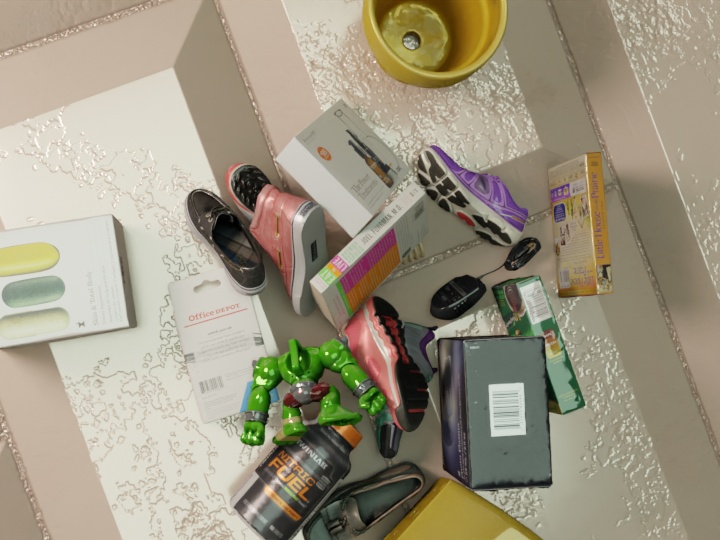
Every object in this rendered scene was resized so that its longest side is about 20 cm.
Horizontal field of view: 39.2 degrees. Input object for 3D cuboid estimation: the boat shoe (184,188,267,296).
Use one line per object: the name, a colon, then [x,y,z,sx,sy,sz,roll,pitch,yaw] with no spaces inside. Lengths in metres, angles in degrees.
boat shoe: [-0.190,-0.054,1.415,0.069,0.067,0.201,-19,57,-21]

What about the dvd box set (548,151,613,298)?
dvd box set: [0.324,-0.063,1.498,0.029,0.146,0.204,-4,87,-11]

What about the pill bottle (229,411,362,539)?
pill bottle: [-0.085,0.287,1.434,0.106,0.106,0.200,42,81,-4]

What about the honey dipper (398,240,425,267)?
honey dipper: [0.000,0.000,1.502,0.197,0.038,0.039,-23,90,-6]

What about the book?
book: [0.017,-0.021,1.418,0.200,0.134,0.048,-44,72,-11]

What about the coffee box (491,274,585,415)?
coffee box: [0.261,0.110,1.490,0.043,0.123,0.203,-20,91,-10]

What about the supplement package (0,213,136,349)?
supplement package: [-0.417,0.019,1.374,0.196,0.151,0.155,-9,89,-9]

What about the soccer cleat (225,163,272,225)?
soccer cleat: [-0.128,-0.072,1.473,0.068,0.073,0.201,-39,112,-9]

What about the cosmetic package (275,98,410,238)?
cosmetic package: [-0.020,-0.150,1.430,0.151,0.200,0.052,43,120,-4]

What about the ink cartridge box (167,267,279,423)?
ink cartridge box: [-0.198,0.103,1.445,0.114,0.068,0.204,-15,89,-11]

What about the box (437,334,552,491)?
box: [0.183,0.195,1.434,0.121,0.198,0.204,-2,87,-6]

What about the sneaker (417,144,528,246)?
sneaker: [0.169,-0.121,1.525,0.199,0.080,0.084,40,65,-12]

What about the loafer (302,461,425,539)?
loafer: [0.005,0.340,1.466,0.198,0.063,0.073,-29,91,-9]

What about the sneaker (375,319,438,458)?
sneaker: [0.073,0.175,1.483,0.086,0.074,0.204,6,85,-13]

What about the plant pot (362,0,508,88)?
plant pot: [0.092,-0.353,1.456,0.197,0.189,0.205,1,86,-9]

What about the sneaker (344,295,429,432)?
sneaker: [0.032,0.142,1.427,0.086,0.073,0.203,-35,59,29]

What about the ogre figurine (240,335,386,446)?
ogre figurine: [-0.071,0.161,1.379,0.198,0.098,0.122,-23,65,23]

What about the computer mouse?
computer mouse: [0.190,0.015,1.516,0.198,0.059,0.034,-32,122,-4]

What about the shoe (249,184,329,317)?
shoe: [-0.099,-0.029,1.420,0.090,0.202,0.071,28,50,25]

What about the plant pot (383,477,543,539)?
plant pot: [0.137,0.403,1.426,0.176,0.200,0.200,45,82,5]
